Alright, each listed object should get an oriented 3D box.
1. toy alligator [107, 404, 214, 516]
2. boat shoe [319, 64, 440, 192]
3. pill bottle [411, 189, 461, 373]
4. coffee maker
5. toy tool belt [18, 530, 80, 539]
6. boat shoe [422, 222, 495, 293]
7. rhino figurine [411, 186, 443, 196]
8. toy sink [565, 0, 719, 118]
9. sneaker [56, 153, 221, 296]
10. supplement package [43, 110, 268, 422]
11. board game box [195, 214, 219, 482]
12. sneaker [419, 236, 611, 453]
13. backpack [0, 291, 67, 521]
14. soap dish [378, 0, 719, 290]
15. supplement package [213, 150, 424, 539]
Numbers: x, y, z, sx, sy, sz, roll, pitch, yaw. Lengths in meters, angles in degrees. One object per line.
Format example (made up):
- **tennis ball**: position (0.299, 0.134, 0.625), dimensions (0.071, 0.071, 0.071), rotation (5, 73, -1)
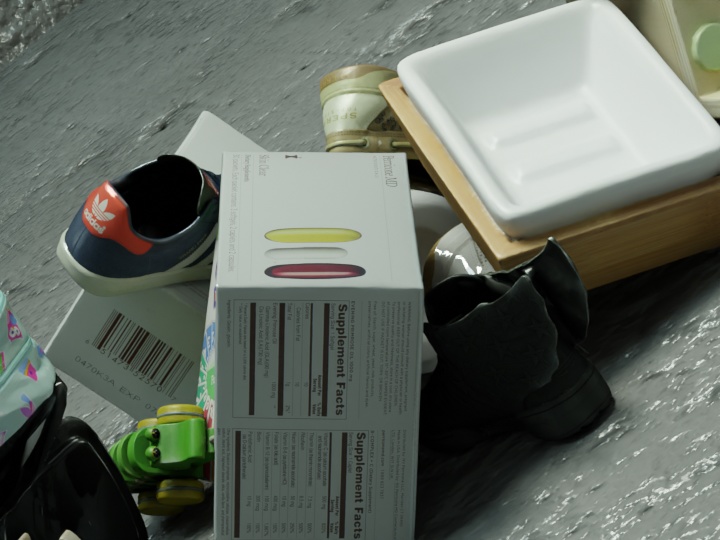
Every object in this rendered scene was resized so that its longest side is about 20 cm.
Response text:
- **toy alligator**: position (-0.121, 0.113, 1.664), dimensions (0.200, 0.054, 0.060), rotation (145, 126, -63)
- **boat shoe**: position (0.053, -0.068, 1.688), dimensions (0.073, 0.199, 0.063), rotation (-26, 54, 48)
- **pill bottle**: position (0.000, 0.000, 1.689), dimensions (0.112, 0.113, 0.200), rotation (-41, 17, -13)
- **coffee maker**: position (-0.244, 0.165, 1.683), dimensions (0.199, 0.135, 0.193), rotation (-18, 40, 30)
- **toy tool belt**: position (-0.189, 0.212, 1.500), dimensions (0.200, 0.123, 0.125), rotation (-34, 17, 10)
- **boat shoe**: position (0.125, -0.024, 1.600), dimensions (0.069, 0.071, 0.200), rotation (20, 47, 39)
- **rhino figurine**: position (0.088, -0.083, 1.790), dimensions (0.200, 0.087, 0.060), rotation (-13, 57, 52)
- **toy sink**: position (0.226, -0.166, 1.608), dimensions (0.130, 0.113, 0.200), rotation (-22, 12, -17)
- **sneaker**: position (-0.105, -0.043, 1.752), dimensions (0.200, 0.075, 0.085), rotation (-21, -31, -46)
- **supplement package**: position (-0.118, 0.004, 1.864), dimensions (0.117, 0.117, 0.200), rotation (-55, 3, 37)
- **board game box**: position (-0.073, 0.035, 1.676), dimensions (0.095, 0.030, 0.201), rotation (-179, 99, -68)
- **sneaker**: position (0.068, 0.042, 1.457), dimensions (0.060, 0.104, 0.199), rotation (-47, 19, -27)
- **backpack**: position (-0.271, 0.093, 1.563), dimensions (0.200, 0.127, 0.167), rotation (-46, 29, -23)
- **soap dish**: position (0.117, -0.068, 1.531), dimensions (0.157, 0.082, 0.200), rotation (-18, 37, -11)
- **supplement package**: position (-0.025, 0.039, 1.476), dimensions (0.110, 0.157, 0.200), rotation (1, 23, -3)
